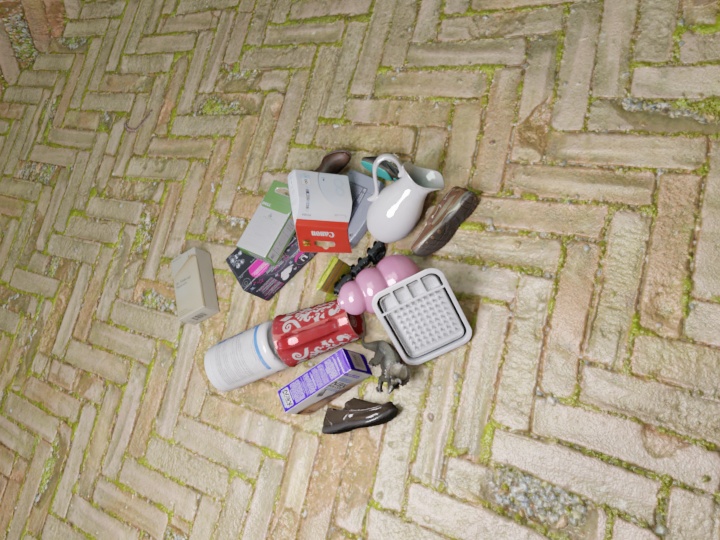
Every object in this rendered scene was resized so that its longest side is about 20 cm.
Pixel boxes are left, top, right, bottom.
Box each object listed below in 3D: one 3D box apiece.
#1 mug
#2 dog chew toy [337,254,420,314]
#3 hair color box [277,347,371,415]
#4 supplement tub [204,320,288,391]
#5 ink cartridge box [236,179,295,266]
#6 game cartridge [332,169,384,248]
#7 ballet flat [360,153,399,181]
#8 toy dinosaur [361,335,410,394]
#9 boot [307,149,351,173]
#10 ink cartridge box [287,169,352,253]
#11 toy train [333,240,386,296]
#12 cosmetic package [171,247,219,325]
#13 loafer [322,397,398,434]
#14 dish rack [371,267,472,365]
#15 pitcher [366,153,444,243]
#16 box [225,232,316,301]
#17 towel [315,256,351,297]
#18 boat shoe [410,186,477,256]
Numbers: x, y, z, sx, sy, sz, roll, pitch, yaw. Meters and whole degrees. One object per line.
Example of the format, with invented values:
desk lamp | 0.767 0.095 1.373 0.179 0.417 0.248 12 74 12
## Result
mug | -0.101 0.156 1.386 0.199 0.134 0.178 -20 26 18
dog chew toy | 0.041 0.041 1.323 0.199 0.125 0.125 -20 59 -14
hair color box | -0.084 0.267 1.360 0.199 0.109 0.065 -34 61 16
supplement tub | -0.287 0.222 1.480 0.199 0.132 0.133 -23 63 20
ink cartridge box | -0.219 -0.122 1.465 0.103 0.059 0.201 21 77 30
game cartridge | -0.023 -0.158 1.514 0.133 0.041 0.201 29 89 37
ballet flat | 0.093 -0.253 1.467 0.199 0.068 0.069 36 83 24
toy dinosaur | 0.062 0.210 1.301 0.201 0.076 0.103 -110 35 -47
boot | -0.097 -0.207 1.530 0.186 0.064 0.201 -30 44 34
ink cartridge box | -0.091 -0.146 1.424 0.047 0.159 0.202 -29 66 50
toy train | 0.000 0.000 1.396 0.034 0.046 0.200 14 48 39
cosmetic package | -0.489 0.046 1.692 0.103 0.073 0.201 -28 63 19
loafer | -0.008 0.325 1.316 0.199 0.073 0.072 -19 67 23
dish rack | 0.135 0.098 1.263 0.171 0.201 0.044 -26 18 10
pitcher | 0.077 -0.172 1.361 0.200 0.171 0.122 -52 15 38
box | -0.241 -0.039 1.552 0.200 0.115 0.132 -43 56 8
towel | -0.057 0.019 1.378 0.018 0.200 0.086 33 90 15
boat shoe | 0.189 -0.117 1.360 0.200 0.076 0.072 -45 53 -2
